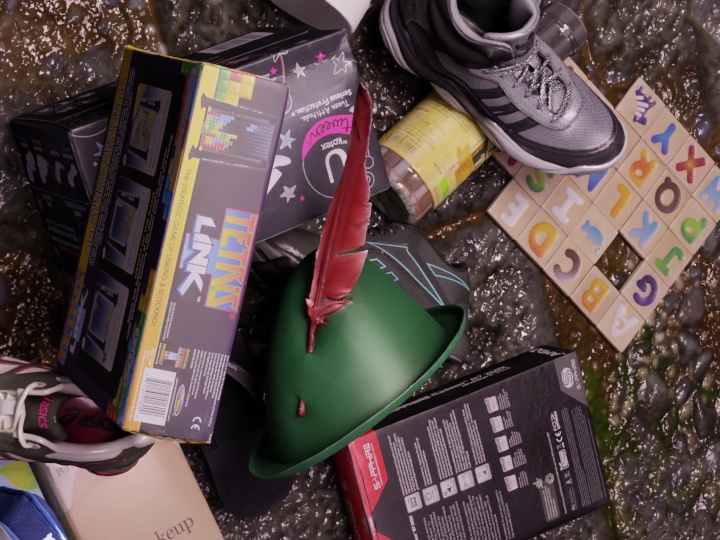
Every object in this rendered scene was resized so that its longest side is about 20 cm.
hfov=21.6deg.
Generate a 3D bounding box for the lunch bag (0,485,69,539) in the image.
[{"bbox_3d":[-0.206,0.200,1.092,0.132,0.200,0.136,-40,104,-22],"label":"lunch bag"}]

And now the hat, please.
[{"bbox_3d":[-0.040,0.005,1.214,0.200,0.166,0.177,-38,103,-3],"label":"hat"}]

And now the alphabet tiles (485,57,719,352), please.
[{"bbox_3d":[0.187,-0.064,1.450,0.200,0.008,0.168,45,75,-22],"label":"alphabet tiles"}]

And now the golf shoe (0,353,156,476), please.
[{"bbox_3d":[-0.218,0.079,1.141,0.198,0.088,0.078,7,81,-18],"label":"golf shoe"}]

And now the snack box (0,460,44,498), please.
[{"bbox_3d":[-0.279,0.184,1.203,0.168,0.068,0.201,-27,106,-23],"label":"snack box"}]

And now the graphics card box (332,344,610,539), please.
[{"bbox_3d":[0.081,0.145,1.388,0.199,0.051,0.126,-20,102,-23],"label":"graphics card box"}]

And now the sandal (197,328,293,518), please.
[{"bbox_3d":[-0.096,0.087,1.274,0.076,0.043,0.201,-35,120,-8],"label":"sandal"}]

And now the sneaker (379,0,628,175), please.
[{"bbox_3d":[0.110,-0.138,1.281,0.199,0.114,0.076,34,72,-9],"label":"sneaker"}]

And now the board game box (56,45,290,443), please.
[{"bbox_3d":[-0.110,-0.020,1.073,0.056,0.165,0.202,11,96,-22],"label":"board game box"}]

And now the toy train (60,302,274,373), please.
[{"bbox_3d":[-0.110,0.049,1.296,0.198,0.034,0.046,6,95,-26],"label":"toy train"}]

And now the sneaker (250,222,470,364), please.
[{"bbox_3d":[0.000,0.000,1.335,0.199,0.075,0.080,27,72,-34],"label":"sneaker"}]

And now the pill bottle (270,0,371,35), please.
[{"bbox_3d":[0.007,-0.266,1.288,0.111,0.111,0.201,33,79,-24],"label":"pill bottle"}]

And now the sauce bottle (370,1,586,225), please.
[{"bbox_3d":[0.085,-0.117,1.363,0.200,0.065,0.065,-43,110,-16],"label":"sauce bottle"}]

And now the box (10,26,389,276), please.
[{"bbox_3d":[-0.105,-0.075,1.235,0.199,0.132,0.116,-22,107,-23],"label":"box"}]

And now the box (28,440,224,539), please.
[{"bbox_3d":[-0.145,0.185,1.263,0.095,0.078,0.201,-31,107,-20],"label":"box"}]
